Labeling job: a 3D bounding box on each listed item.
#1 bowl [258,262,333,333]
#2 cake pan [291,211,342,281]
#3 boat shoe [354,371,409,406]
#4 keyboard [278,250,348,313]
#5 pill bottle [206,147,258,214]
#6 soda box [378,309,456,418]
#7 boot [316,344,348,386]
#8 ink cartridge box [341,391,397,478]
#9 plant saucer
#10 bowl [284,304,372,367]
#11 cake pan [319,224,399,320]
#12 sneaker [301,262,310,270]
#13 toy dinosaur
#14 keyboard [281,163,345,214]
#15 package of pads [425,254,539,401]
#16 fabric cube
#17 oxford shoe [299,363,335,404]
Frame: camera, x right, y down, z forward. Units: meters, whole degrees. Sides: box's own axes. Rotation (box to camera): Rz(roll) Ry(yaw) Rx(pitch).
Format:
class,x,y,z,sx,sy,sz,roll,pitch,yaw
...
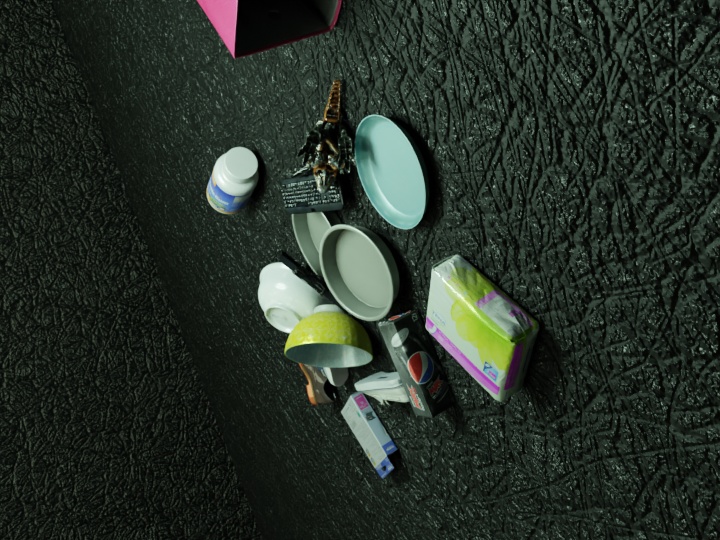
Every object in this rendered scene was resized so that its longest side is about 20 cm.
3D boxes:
class,x,y,z,sx,sy,sz,roll,pitch,yaw
bowl,-0.163,0.083,1.670,0.199,0.091,0.202,16,141,13
cake pan,-0.083,-0.070,1.550,0.200,0.036,0.202,43,147,37
boat shoe,0.054,0.264,1.555,0.199,0.070,0.071,-19,93,58
keyboard,-0.089,0.019,1.547,0.199,0.040,0.104,38,-171,-10
pill bottle,-0.315,-0.225,1.766,0.113,0.111,0.200,61,155,6
soda box,0.109,0.180,1.378,0.071,0.063,0.202,-12,102,64
boot,-0.088,0.191,1.746,0.090,0.072,0.202,31,140,40
ink cartridge box,0.027,0.407,1.759,0.201,0.042,0.120,58,154,19
plant saucer,0.057,-0.169,1.211,0.200,0.027,0.202,44,148,37
bowl,-0.068,0.140,1.587,0.200,0.197,0.109,130,145,-62
cake pan,0.000,0.000,1.396,0.199,0.037,0.202,27,131,35
sneaker,-0.141,0.054,1.753,0.090,0.070,0.200,41,149,4
toy dinosaur,-0.063,-0.237,1.296,0.136,0.101,0.202,-90,-12,-65
keyboard,-0.110,-0.169,1.443,0.199,0.039,0.106,-1,98,49
package of pads,0.188,0.088,1.142,0.200,0.068,0.156,44,148,35
fabric cube,-0.154,-0.498,1.126,0.200,0.198,0.197,56,154,20
oxford shoe,-0.110,0.258,1.881,0.072,0.071,0.202,-5,107,33
